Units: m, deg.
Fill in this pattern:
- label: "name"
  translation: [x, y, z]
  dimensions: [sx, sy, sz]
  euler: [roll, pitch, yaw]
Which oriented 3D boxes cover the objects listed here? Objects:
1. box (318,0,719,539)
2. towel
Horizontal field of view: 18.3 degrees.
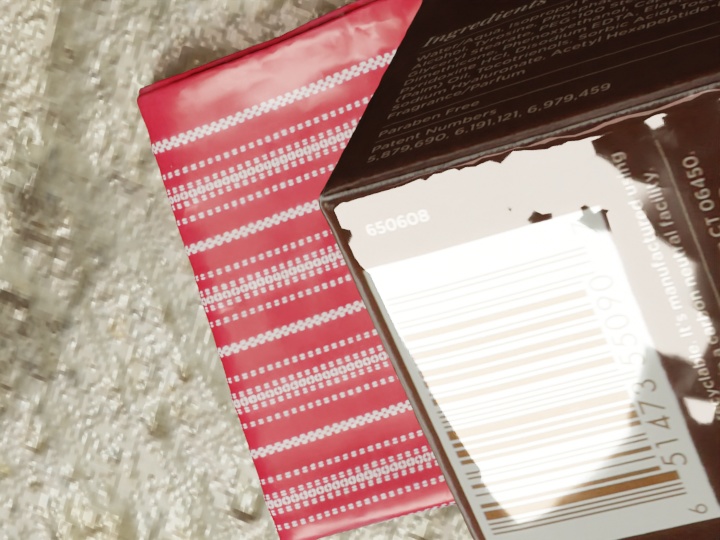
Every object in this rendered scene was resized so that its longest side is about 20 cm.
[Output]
- label: "box"
  translation: [0.109, -0.020, 0.718]
  dimensions: [0.164, 0.200, 0.166]
  euler: [-16, 114, 22]
- label: "towel"
  translation: [0.000, 0.000, 0.880]
  dimensions: [0.144, 0.022, 0.201]
  euler: [-17, 92, 22]
